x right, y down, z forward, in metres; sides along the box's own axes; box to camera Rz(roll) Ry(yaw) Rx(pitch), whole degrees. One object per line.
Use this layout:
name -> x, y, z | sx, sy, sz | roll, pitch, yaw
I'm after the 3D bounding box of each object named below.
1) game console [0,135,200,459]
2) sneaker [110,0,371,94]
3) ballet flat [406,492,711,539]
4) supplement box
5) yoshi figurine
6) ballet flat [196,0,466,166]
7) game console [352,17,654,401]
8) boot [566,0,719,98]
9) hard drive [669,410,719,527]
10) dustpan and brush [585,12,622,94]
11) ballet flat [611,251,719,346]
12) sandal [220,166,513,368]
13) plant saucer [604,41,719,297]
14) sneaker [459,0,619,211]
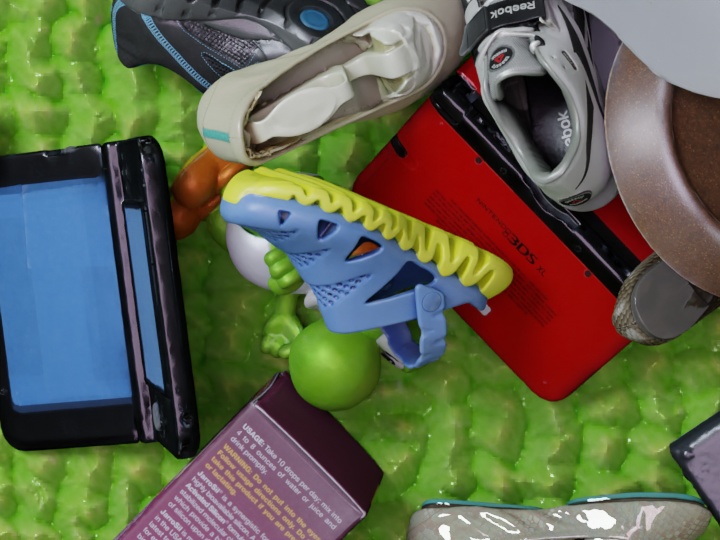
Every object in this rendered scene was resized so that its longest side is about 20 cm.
game console -> -0.181, 0.021, 1.235 | 0.115, 0.176, 0.202 | -8, 95, -13
sneaker -> -0.065, -0.149, 1.248 | 0.198, 0.073, 0.082 | 18, 131, -2
ballet flat -> 0.128, 0.182, 1.237 | 0.198, 0.068, 0.063 | -4, 61, 15
supplement box -> -0.091, 0.176, 1.236 | 0.103, 0.131, 0.200 | 44, 99, 1
yoshi figurine -> -0.047, 0.014, 1.236 | 0.200, 0.112, 0.112 | 39, 114, 1
ballet flat -> -0.004, -0.117, 1.170 | 0.199, 0.069, 0.070 | -28, 91, -16
game console -> 0.126, -0.049, 1.247 | 0.200, 0.119, 0.172 | 46, 129, 3
boot -> 0.170, -0.180, 1.124 | 0.199, 0.096, 0.074 | 35, 131, 13
hard drive -> 0.318, 0.116, 1.226 | 0.199, 0.033, 0.140 | -35, 89, 8
dustpan and brush -> 0.174, -0.169, 1.200 | 0.139, 0.057, 0.201 | -32, 78, -11
ballet flat -> 0.227, -0.010, 1.186 | 0.199, 0.046, 0.068 | -33, 93, -29
sandal -> 0.000, 0.000, 1.155 | 0.199, 0.079, 0.088 | 24, 93, -27
plant saucer -> 0.240, -0.082, 1.161 | 0.199, 0.034, 0.202 | 6, 77, -24
sneaker -> 0.100, -0.136, 1.150 | 0.074, 0.088, 0.201 | -27, 76, 22
